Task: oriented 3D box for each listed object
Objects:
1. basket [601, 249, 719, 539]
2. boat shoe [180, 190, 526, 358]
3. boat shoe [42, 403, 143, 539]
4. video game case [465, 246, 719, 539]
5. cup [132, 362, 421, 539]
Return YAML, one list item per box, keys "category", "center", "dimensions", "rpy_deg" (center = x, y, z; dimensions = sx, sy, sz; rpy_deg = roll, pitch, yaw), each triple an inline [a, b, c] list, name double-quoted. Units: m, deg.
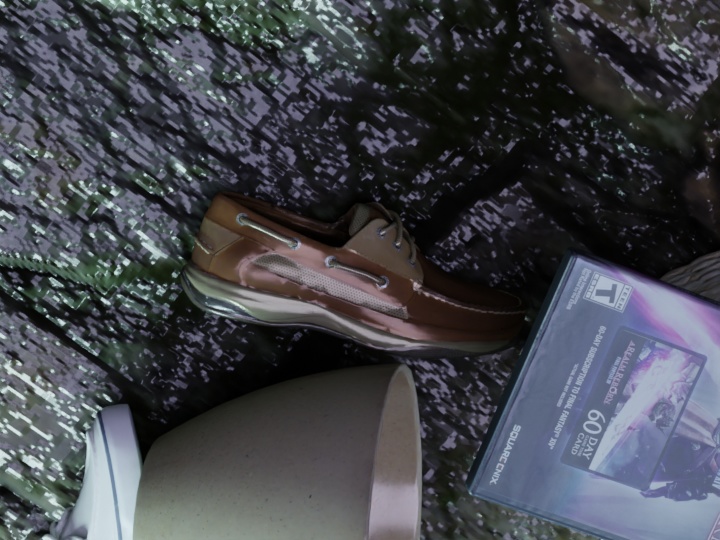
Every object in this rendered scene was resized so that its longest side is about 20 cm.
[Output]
- category: "basket"
  center: [0.222, 0.107, 1.333]
  dimensions: [0.199, 0.161, 0.199]
  rpy_deg: [-26, 110, 0]
- category: "boat shoe"
  center: [0.000, 0.000, 1.312]
  dimensions: [0.199, 0.076, 0.074]
  rpy_deg: [10, 104, -12]
- category: "boat shoe"
  center: [-0.157, 0.176, 1.348]
  dimensions: [0.065, 0.074, 0.201]
  rpy_deg: [-2, 107, -10]
- category: "video game case"
  center: [0.174, 0.086, 1.228]
  dimensions: [0.199, 0.019, 0.144]
  rpy_deg: [20, 104, -12]
- category: "cup"
  center: [-0.049, 0.149, 1.308]
  dimensions: [0.142, 0.200, 0.202]
  rpy_deg: [3, 109, 10]
